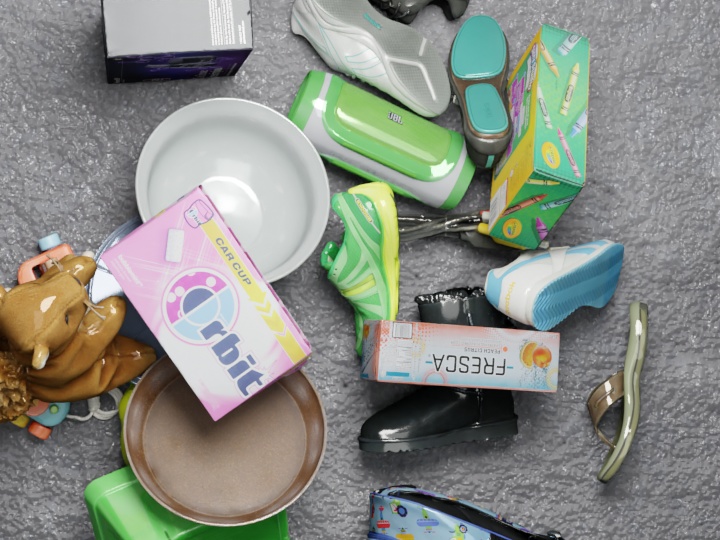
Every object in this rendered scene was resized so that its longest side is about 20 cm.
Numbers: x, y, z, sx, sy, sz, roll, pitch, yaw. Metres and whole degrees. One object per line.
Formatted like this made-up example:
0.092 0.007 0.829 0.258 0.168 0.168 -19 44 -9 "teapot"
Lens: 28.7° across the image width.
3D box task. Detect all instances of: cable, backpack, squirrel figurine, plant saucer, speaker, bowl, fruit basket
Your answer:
0.110 -0.058 1.516 0.198 0.097 0.051 8 124 5 "cable"
0.092 0.303 1.458 0.198 0.183 0.136 22 80 -7 "backpack"
-0.312 0.071 1.321 0.199 0.187 0.142 -33 85 -4 "squirrel figurine"
-0.133 0.161 1.383 0.198 0.035 0.202 4 59 -7 "plant saucer"
0.022 -0.137 1.491 0.198 0.088 0.089 24 86 -10 "speaker"
-0.136 -0.067 1.444 0.199 0.090 0.203 4 71 -13 "bowl"
-0.187 0.212 1.443 0.213 0.216 0.157 -12 131 -10 "fruit basket"

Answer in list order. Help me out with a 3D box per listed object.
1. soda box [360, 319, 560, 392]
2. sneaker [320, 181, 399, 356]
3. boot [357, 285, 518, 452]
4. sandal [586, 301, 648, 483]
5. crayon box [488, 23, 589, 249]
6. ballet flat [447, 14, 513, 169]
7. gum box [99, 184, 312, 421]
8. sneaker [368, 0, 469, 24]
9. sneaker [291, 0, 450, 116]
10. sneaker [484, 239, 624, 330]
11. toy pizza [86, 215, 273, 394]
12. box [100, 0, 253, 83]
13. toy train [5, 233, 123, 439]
0.102 0.088 1.448 0.198 0.068 0.064 5 87 -15 "soda box"
0.000 0.000 1.477 0.083 0.074 0.202 -1 116 2 "sneaker"
0.084 0.104 1.510 0.196 0.073 0.164 -7 94 -17 "boot"
0.280 0.133 1.553 0.057 0.080 0.203 9 82 7 "sandal"
0.185 -0.140 1.459 0.058 0.119 0.202 16 55 -11 "crayon box"
0.126 -0.186 1.499 0.067 0.069 0.201 2 48 2 "ballet flat"
-0.142 0.034 1.336 0.113 0.066 0.201 -34 98 0 "gum box"
0.029 -0.311 1.500 0.198 0.076 0.092 3 97 -8 "sneaker"
0.011 -0.232 1.491 0.200 0.080 0.071 41 56 -4 "sneaker"
0.214 0.003 1.508 0.199 0.080 0.077 -16 120 -47 "sneaker"
-0.188 0.033 1.464 0.198 0.032 0.202 4 72 -14 "toy pizza"
-0.185 -0.237 1.393 0.140 0.200 0.080 -3 91 -10 "box"
-0.322 0.072 1.444 0.149 0.056 0.202 -19 93 -9 "toy train"
